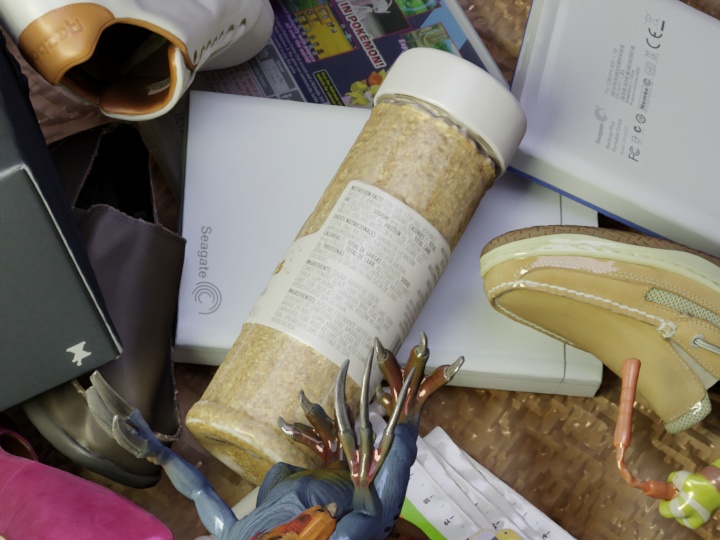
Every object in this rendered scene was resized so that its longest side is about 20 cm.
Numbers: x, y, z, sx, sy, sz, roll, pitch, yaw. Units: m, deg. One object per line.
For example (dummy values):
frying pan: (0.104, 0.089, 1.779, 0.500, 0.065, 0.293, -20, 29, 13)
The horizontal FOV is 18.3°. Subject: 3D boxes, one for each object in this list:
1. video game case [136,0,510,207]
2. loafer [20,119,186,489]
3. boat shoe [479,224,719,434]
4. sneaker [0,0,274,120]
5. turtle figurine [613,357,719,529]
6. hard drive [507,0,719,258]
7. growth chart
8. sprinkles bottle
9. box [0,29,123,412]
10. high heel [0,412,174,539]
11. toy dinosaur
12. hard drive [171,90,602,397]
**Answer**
video game case: (-0.034, -0.112, 1.133, 0.181, 0.023, 0.201, -18, 58, -18)
loafer: (-0.113, 0.005, 0.985, 0.073, 0.071, 0.201, 24, 35, -39)
boat shoe: (0.145, 0.035, 1.007, 0.198, 0.072, 0.077, 13, 73, -16)
sneaker: (-0.096, -0.099, 1.019, 0.199, 0.073, 0.085, 1, 56, -60)
turtle figurine: (0.210, 0.057, 0.968, 0.162, 0.064, 0.200, 50, 63, -15)
hard drive: (0.168, -0.066, 1.090, 0.199, 0.025, 0.133, 24, 54, -10)
growth chart: (0.037, 0.139, 0.970, 0.199, 0.018, 0.145, 34, 59, 17)
sprinkles bottle: (0.000, 0.000, 0.982, 0.068, 0.068, 0.201, 27, 72, 12)
box: (-0.228, -0.025, 0.933, 0.199, 0.124, 0.199, -25, 46, -3)
high heel: (-0.121, 0.090, 0.898, 0.095, 0.068, 0.200, -26, 15, 1)
toy dinosaur: (-0.006, 0.096, 0.827, 0.104, 0.201, 0.182, -21, 26, 24)
hard drive: (0.013, -0.013, 1.048, 0.198, 0.027, 0.133, 5, 64, -8)
